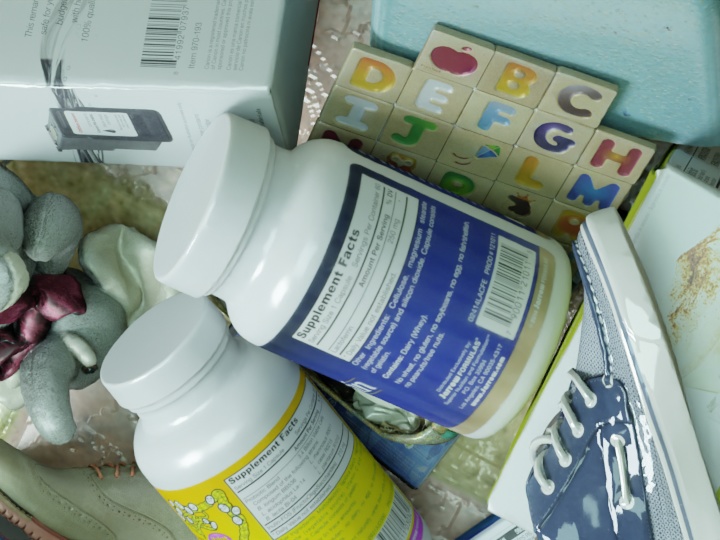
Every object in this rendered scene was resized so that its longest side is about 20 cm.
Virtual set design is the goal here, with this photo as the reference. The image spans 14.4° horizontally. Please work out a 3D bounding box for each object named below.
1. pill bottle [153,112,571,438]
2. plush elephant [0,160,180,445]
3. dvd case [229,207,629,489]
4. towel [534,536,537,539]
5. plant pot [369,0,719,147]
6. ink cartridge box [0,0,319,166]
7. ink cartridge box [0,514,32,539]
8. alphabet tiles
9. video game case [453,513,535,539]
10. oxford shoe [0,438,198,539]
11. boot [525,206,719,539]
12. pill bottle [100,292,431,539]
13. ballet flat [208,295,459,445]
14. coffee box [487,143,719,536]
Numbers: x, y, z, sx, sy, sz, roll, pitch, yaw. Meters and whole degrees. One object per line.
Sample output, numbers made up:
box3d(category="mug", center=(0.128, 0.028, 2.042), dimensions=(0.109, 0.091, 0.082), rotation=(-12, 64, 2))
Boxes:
box3d(category="pill bottle", center=(0.000, 0.000, 1.487), dimensions=(0.199, 0.116, 0.116), rotation=(24, 103, -15))
box3d(category="plush elephant", center=(-0.192, 0.025, 1.586), dimensions=(0.164, 0.200, 0.155), rotation=(-31, 115, 26))
box3d(category="dvd case", center=(0.036, 0.003, 1.603), dimensions=(0.142, 0.018, 0.200), rotation=(38, 104, 3))
box3d(category="towel", center=(0.126, 0.243, 1.511), dimensions=(0.146, 0.022, 0.201), rotation=(27, 79, -8))
box3d(category="plant pot", center=(0.108, -0.204, 1.430), dimensions=(0.195, 0.200, 0.197), rotation=(9, 68, 8))
box3d(category="ink cartridge box", center=(-0.129, -0.138, 1.545), dimensions=(0.198, 0.084, 0.146), rotation=(3, 61, 10))
box3d(category="ink cartridge box", center=(-0.246, 0.197, 1.589), dimensions=(0.145, 0.200, 0.084), rotation=(-43, 90, 13))
box3d(category="alphabet tiles", center=(0.056, -0.054, 1.501), dimensions=(0.165, 0.006, 0.200), rotation=(19, 144, -7))
box3d(category="video game case", center=(0.089, 0.240, 1.616), dimensions=(0.200, 0.045, 0.182), rotation=(-35, 91, 13))
box3d(category="oxford shoe", center=(-0.140, 0.128, 1.605), dimensions=(0.199, 0.071, 0.074), rotation=(30, 97, -31))
box3d(category="boot", center=(0.114, 0.077, 1.368), dimensions=(0.090, 0.073, 0.201), rotation=(-17, 94, 7))
box3d(category="pill bottle", center=(-0.054, 0.108, 1.560), dimensions=(0.104, 0.104, 0.200), rotation=(-33, 114, 13))
box3d(category="ballet flat", center=(-0.024, 0.028, 1.575), dimensions=(0.200, 0.071, 0.071), rotation=(38, 103, 3))
box3d(category="coffee box", center=(0.201, 0.065, 1.491), dimensions=(0.197, 0.200, 0.201), rotation=(28, 102, 5))
